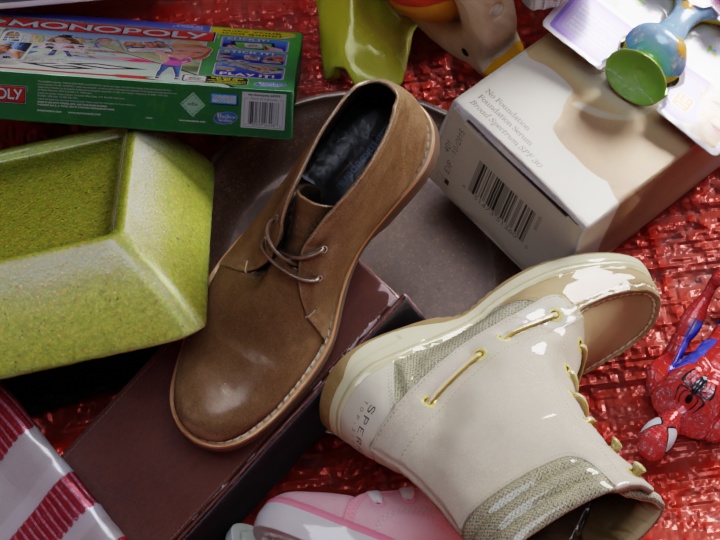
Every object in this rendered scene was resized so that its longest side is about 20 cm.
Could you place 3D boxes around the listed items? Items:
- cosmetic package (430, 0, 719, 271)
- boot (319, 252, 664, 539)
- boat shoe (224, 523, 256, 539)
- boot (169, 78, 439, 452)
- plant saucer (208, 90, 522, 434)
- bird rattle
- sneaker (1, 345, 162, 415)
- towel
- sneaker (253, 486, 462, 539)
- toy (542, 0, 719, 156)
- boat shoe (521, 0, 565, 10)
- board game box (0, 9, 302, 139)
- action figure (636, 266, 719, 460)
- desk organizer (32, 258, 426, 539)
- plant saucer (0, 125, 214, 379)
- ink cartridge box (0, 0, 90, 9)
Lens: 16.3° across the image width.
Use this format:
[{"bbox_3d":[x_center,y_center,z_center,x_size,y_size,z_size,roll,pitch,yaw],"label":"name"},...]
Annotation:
[{"bbox_3d":[0.142,-0.087,1.354,0.105,0.071,0.200,44,58,14],"label":"cosmetic package"},{"bbox_3d":[0.101,0.073,1.230,0.200,0.072,0.155,-21,44,-30],"label":"boot"},{"bbox_3d":[-0.037,0.219,1.243,0.060,0.076,0.200,-41,52,22],"label":"boat shoe"},{"bbox_3d":[-0.035,-0.006,1.207,0.073,0.075,0.200,30,86,14],"label":"boot"},{"bbox_3d":[0.000,0.000,1.354,0.200,0.037,0.201,1,67,-3],"label":"plant saucer"},{"bbox_3d":[0.028,-0.184,1.345,0.113,0.200,0.163,-33,48,-19],"label":"bird rattle"},{"bbox_3d":[-0.194,0.034,1.327,0.199,0.072,0.083,-12,44,-8],"label":"sneaker"},{"bbox_3d":[-0.188,0.147,1.248,0.144,0.023,0.200,-47,72,19],"label":"towel"},{"bbox_3d":[0.049,0.127,1.276,0.200,0.075,0.105,20,68,-7],"label":"sneaker"},{"bbox_3d":[0.196,-0.164,1.341,0.115,0.047,0.200,37,59,4],"label":"toy"},{"bbox_3d":[0.087,-0.222,1.345,0.062,0.072,0.200,-15,60,-9],"label":"boat shoe"},{"bbox_3d":[-0.133,-0.107,1.350,0.199,0.135,0.029,4,109,-1],"label":"board game box"},{"bbox_3d":[0.212,0.026,1.347,0.065,0.052,0.200,39,73,9],"label":"action figure"},{"bbox_3d":[-0.065,0.067,1.271,0.077,0.072,0.200,43,88,14],"label":"desk organizer"},{"bbox_3d":[-0.177,-0.013,1.266,0.199,0.048,0.200,-12,27,4],"label":"plant saucer"},{"bbox_3d":[-0.212,-0.229,1.419,0.199,0.043,0.199,-7,55,-4],"label":"ink cartridge box"}]
